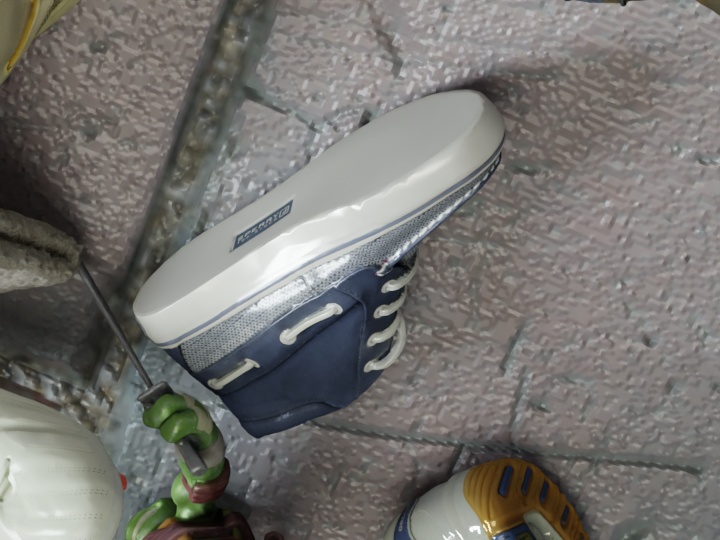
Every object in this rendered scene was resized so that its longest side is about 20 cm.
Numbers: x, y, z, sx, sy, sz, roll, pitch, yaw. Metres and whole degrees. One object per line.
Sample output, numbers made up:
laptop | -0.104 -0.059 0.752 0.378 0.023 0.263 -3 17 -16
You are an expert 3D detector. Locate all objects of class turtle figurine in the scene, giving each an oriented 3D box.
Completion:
turtle figurine | -0.107 0.130 0.902 0.144 0.194 0.200 -36 115 -9

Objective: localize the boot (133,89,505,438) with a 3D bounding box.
boot | 0.000 0.000 0.899 0.200 0.073 0.090 -28 116 31

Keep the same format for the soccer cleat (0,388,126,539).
soccer cleat | -0.178 0.072 0.885 0.077 0.200 0.069 32 87 -46

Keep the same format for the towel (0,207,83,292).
towel | -0.218 -0.011 0.867 0.132 0.200 0.035 -6 79 20

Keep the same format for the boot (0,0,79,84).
boot | -0.199 -0.078 0.835 0.200 0.155 0.073 -40 92 24

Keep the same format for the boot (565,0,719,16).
boot | 0.123 -0.128 0.810 0.097 0.075 0.200 -26 103 34

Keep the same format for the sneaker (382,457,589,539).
sneaker | 0.089 0.179 0.977 0.088 0.075 0.200 -27 103 34
